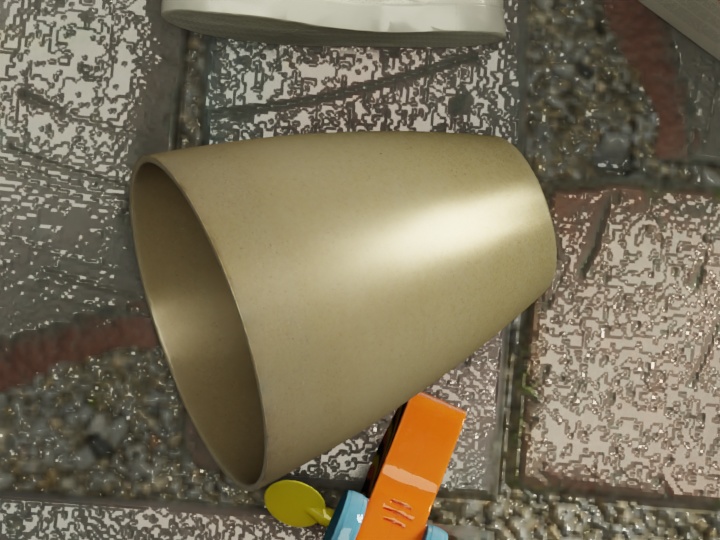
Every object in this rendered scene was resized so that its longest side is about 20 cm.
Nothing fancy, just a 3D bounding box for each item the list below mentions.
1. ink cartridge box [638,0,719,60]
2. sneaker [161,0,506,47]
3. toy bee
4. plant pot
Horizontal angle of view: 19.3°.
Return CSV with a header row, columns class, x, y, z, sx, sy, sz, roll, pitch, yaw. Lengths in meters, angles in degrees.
class,x,y,z,sx,sy,sz,roll,pitch,yaw
ink cartridge box,0.233,-0.138,1.166,0.199,0.176,0.045,36,86,-3
sneaker,-0.016,-0.189,1.204,0.199,0.074,0.116,0,87,-14
toy bee,-0.004,0.167,1.192,0.131,0.109,0.200,42,61,5
plant pot,0.000,0.000,1.158,0.199,0.187,0.189,-18,91,-19
